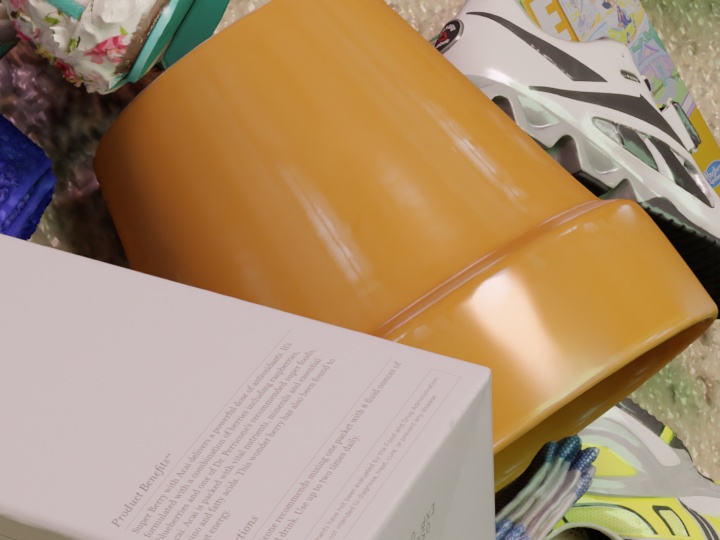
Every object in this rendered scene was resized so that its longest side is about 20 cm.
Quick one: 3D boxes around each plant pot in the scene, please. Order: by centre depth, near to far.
[{"bbox_3d":[0.000,0.000,0.956,0.200,0.200,0.184,-27,78,-44],"label":"plant pot"}]

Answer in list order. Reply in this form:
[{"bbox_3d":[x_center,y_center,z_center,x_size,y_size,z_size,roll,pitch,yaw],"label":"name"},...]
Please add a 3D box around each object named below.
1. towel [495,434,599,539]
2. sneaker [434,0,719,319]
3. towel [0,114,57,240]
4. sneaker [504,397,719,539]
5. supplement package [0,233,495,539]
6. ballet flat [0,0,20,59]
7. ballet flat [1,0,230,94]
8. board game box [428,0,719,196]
[{"bbox_3d":[0.001,0.147,0.926,0.024,0.147,0.200,44,50,4],"label":"towel"},{"bbox_3d":[0.113,-0.052,1.090,0.200,0.074,0.089,35,57,-29],"label":"sneaker"},{"bbox_3d":[-0.193,-0.004,0.865,0.148,0.049,0.200,44,51,-23],"label":"towel"},{"bbox_3d":[0.138,0.129,1.109,0.200,0.075,0.077,34,62,-16],"label":"sneaker"},{"bbox_3d":[-0.070,0.085,0.810,0.121,0.199,0.120,-50,147,-44],"label":"supplement package"},{"bbox_3d":[-0.168,-0.169,0.934,0.067,0.064,0.201,-23,91,-44],"label":"ballet flat"},{"bbox_3d":[-0.086,-0.108,0.939,0.064,0.200,0.076,28,97,0],"label":"ballet flat"},{"bbox_3d":[0.075,-0.051,1.131,0.200,0.034,0.135,-38,101,-42],"label":"board game box"}]
